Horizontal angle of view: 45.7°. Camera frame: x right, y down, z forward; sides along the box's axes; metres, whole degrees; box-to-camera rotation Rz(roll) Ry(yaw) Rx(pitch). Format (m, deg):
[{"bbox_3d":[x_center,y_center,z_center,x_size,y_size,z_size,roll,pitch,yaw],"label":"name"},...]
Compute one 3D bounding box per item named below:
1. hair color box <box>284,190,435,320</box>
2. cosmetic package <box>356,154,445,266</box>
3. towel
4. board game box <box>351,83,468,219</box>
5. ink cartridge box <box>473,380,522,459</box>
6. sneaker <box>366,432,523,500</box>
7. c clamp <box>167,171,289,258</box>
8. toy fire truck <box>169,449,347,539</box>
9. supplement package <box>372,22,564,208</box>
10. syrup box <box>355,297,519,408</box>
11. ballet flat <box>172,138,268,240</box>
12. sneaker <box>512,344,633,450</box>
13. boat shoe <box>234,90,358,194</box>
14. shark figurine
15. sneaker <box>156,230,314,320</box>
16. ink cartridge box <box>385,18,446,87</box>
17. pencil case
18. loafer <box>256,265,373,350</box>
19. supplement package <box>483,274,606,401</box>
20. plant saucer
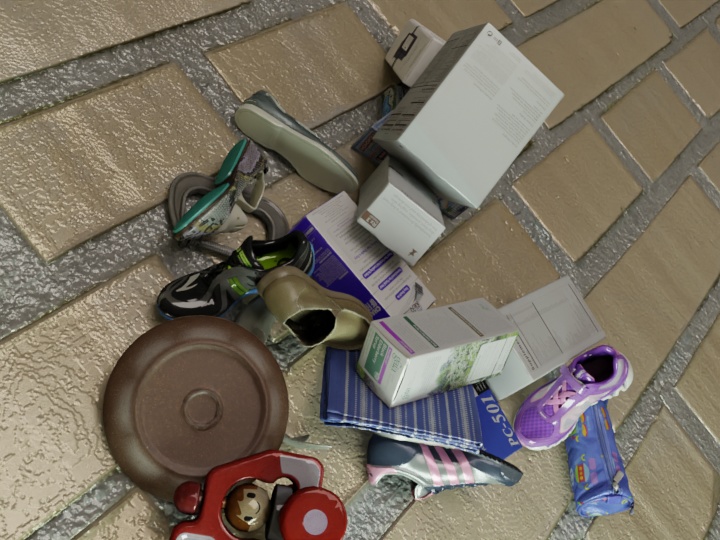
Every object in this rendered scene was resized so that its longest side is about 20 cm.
[{"bbox_3d":[0.000,0.000,1.149,0.200,0.065,0.109,49,36,2],"label":"hair color box"},{"bbox_3d":[0.055,-0.089,1.187,0.102,0.074,0.200,38,13,-11],"label":"cosmetic package"},{"bbox_3d":[0.049,0.157,1.061,0.199,0.024,0.145,13,31,-8],"label":"towel"},{"bbox_3d":[0.087,-0.210,1.356,0.199,0.062,0.201,22,52,-25],"label":"board game box"},{"bbox_3d":[0.130,0.174,1.161,0.094,0.044,0.201,-20,77,-40],"label":"ink cartridge box"},{"bbox_3d":[0.101,0.250,1.063,0.199,0.070,0.082,17,85,-6],"label":"sneaker"},{"bbox_3d":[-0.158,-0.041,1.093,0.199,0.027,0.172,24,51,-23],"label":"c clamp"},{"bbox_3d":[-0.112,0.280,0.857,0.167,0.112,0.201,12,77,-13],"label":"toy fire truck"},{"bbox_3d":[0.147,-0.218,1.216,0.152,0.151,0.200,38,90,-16],"label":"supplement package"},{"bbox_3d":[0.099,0.100,1.080,0.199,0.079,0.081,-9,38,-37],"label":"syrup box"},{"bbox_3d":[-0.161,-0.088,1.064,0.072,0.072,0.201,37,43,-12],"label":"ballet flat"},{"bbox_3d":[0.295,0.170,1.200,0.200,0.089,0.081,-37,63,-4],"label":"sneaker"},{"bbox_3d":[-0.080,-0.184,1.209,0.200,0.073,0.062,33,52,-9],"label":"boat shoe"},{"bbox_3d":[-0.113,0.113,0.990,0.128,0.089,0.215,-1,65,-33],"label":"shark figurine"},{"bbox_3d":[-0.148,0.000,1.009,0.199,0.083,0.071,-21,55,-18],"label":"sneaker"},{"bbox_3d":[0.131,-0.321,1.383,0.144,0.084,0.200,30,18,-19],"label":"ink cartridge box"},{"bbox_3d":[0.338,0.254,1.237,0.078,0.087,0.201,6,58,-15],"label":"pencil case"},{"bbox_3d":[-0.049,0.062,1.031,0.200,0.076,0.068,29,33,-46],"label":"loafer"},{"bbox_3d":[0.241,0.101,1.242,0.200,0.110,0.114,-19,74,-43],"label":"supplement package"},{"bbox_3d":[-0.169,0.147,0.907,0.199,0.037,0.202,3,82,-18],"label":"plant saucer"}]
